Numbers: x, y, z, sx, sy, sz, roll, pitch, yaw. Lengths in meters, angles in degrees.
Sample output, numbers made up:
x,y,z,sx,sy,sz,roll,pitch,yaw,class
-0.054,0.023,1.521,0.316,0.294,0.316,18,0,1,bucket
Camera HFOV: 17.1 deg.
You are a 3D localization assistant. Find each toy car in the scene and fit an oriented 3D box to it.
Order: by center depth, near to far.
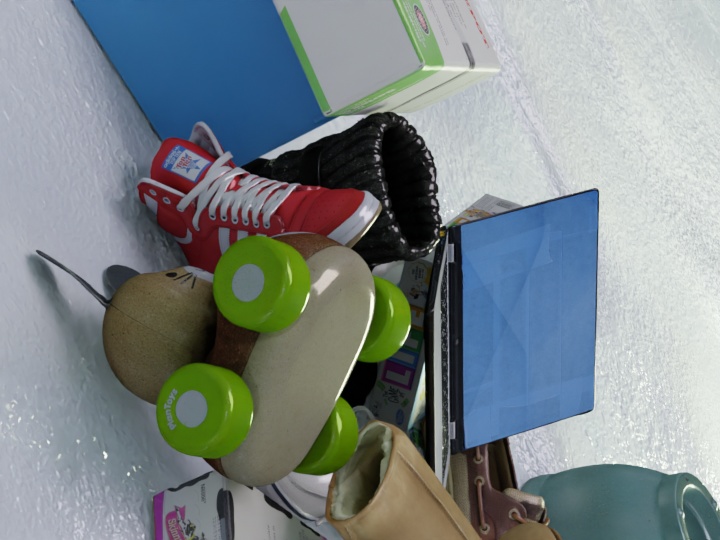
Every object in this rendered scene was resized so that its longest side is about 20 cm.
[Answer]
x,y,z,sx,sy,sz,roll,pitch,yaw,class
-0.101,0.027,1.488,0.199,0.159,0.164,27,4,29,toy car

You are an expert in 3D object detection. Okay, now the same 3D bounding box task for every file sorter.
x,y,z,sx,sy,sz,roll,pitch,yaw,class
-0.103,-0.192,1.705,0.201,0.138,0.123,58,21,-18,file sorter

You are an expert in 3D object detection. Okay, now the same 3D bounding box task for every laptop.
x,y,z,sx,sy,sz,roll,pitch,yaw,class
0.110,0.066,1.705,0.200,0.115,0.189,-76,166,-63,laptop

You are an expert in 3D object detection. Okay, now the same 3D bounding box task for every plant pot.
x,y,z,sx,sy,sz,roll,pitch,yaw,class
0.236,0.246,2.011,0.200,0.134,0.201,45,31,-38,plant pot

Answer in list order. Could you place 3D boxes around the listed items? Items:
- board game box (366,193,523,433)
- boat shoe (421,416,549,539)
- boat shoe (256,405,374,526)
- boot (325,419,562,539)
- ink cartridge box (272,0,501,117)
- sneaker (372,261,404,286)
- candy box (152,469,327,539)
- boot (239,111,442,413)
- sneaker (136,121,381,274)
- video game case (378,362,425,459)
x,y,z,sx,sy,sz,roll,pitch,yaw,class
0.067,0.029,1.828,0.200,0.034,0.135,-35,141,-66,board game box
0.106,0.187,1.818,0.072,0.072,0.201,21,51,-57,boat shoe
-0.003,0.140,1.669,0.202,0.086,0.075,25,47,-57,boat shoe
0.063,0.172,1.578,0.200,0.066,0.176,53,26,-25,boot
0.011,-0.188,1.662,0.146,0.084,0.200,66,18,4,ink cartridge box
0.019,-0.014,1.867,0.081,0.077,0.200,42,12,6,sneaker
-0.050,0.230,1.520,0.200,0.061,0.137,42,32,-45,candy box
-0.001,0.001,1.691,0.079,0.157,0.212,-43,114,-50,boot
-0.075,-0.048,1.586,0.113,0.199,0.071,53,56,-15,sneaker
0.071,0.152,1.891,0.182,0.022,0.201,31,43,-53,video game case
